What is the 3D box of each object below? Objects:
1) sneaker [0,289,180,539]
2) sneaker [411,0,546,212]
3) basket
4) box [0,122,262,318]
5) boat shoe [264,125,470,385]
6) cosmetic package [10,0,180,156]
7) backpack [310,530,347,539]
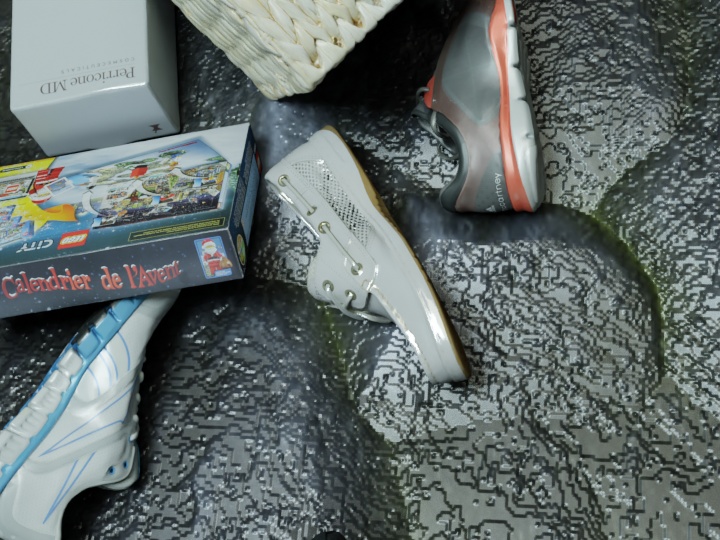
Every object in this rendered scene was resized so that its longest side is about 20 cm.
[{"bbox_3d":[-0.163,0.089,0.782,0.086,0.075,0.201,39,69,-11],"label":"sneaker"},{"bbox_3d":[0.068,-0.129,0.818,0.081,0.077,0.202,-11,65,13],"label":"sneaker"},{"bbox_3d":[-0.052,-0.226,0.785,0.200,0.198,0.161,44,86,-12],"label":"basket"},{"bbox_3d":[-0.168,-0.032,0.805,0.198,0.038,0.137,-9,34,8],"label":"box"},{"bbox_3d":[0.000,0.000,0.780,0.069,0.071,0.201,-30,57,-2],"label":"boat shoe"},{"bbox_3d":[-0.190,-0.192,0.895,0.101,0.071,0.202,-10,66,7],"label":"cosmetic package"},{"bbox_3d":[-0.061,0.257,0.653,0.199,0.154,0.164,-36,71,9],"label":"backpack"}]
